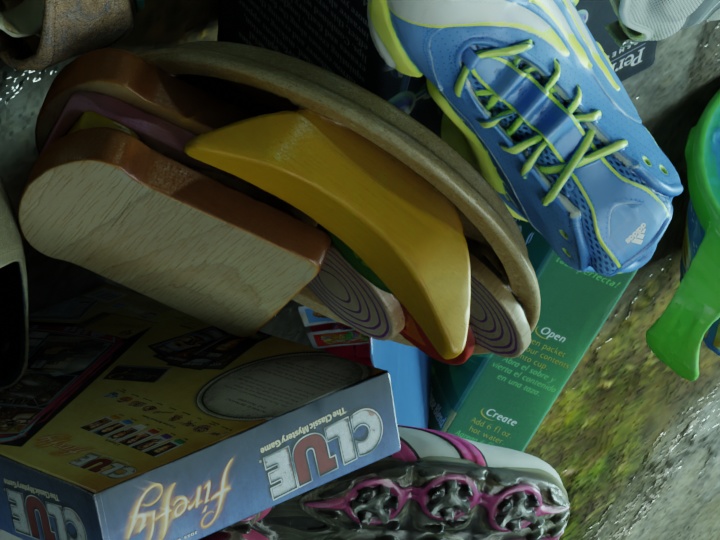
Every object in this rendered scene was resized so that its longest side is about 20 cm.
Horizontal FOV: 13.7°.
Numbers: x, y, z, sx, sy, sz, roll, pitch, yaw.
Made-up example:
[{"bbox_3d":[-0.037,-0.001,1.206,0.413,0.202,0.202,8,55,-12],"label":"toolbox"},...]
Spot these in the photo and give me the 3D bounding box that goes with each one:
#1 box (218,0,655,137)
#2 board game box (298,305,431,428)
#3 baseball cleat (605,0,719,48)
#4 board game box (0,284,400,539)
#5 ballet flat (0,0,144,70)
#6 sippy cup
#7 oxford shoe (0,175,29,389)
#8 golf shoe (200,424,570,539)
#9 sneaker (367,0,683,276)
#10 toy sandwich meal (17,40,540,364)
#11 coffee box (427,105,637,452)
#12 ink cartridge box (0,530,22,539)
[{"bbox_3d":[0.036,-0.149,1.135,0.148,0.107,0.201,-28,147,-25],"label":"box"},{"bbox_3d":[0.000,0.000,1.297,0.039,0.159,0.200,-2,150,8],"label":"board game box"},{"bbox_3d":[0.125,-0.152,1.048,0.106,0.070,0.201,-28,146,-25],"label":"baseball cleat"},{"bbox_3d":[-0.098,0.058,1.168,0.135,0.200,0.035,-21,111,-32],"label":"board game box"},{"bbox_3d":[-0.121,-0.133,1.025,0.067,0.068,0.200,-28,146,-10],"label":"ballet flat"},{"bbox_3d":[0.221,-0.017,1.524,0.177,0.140,0.131,-6,150,-12],"label":"sippy cup"},{"bbox_3d":[-0.156,-0.030,1.098,0.070,0.075,0.200,-34,148,-11],"label":"oxford shoe"},{"bbox_3d":[-0.014,0.081,1.226,0.199,0.092,0.073,2,130,-7],"label":"golf shoe"},{"bbox_3d":[0.069,-0.062,1.054,0.076,0.105,0.200,-44,152,-5],"label":"sneaker"},{"bbox_3d":[-0.030,-0.012,1.107,0.070,0.204,0.205,-60,156,-22],"label":"toy sandwich meal"},{"bbox_3d":[0.070,0.020,1.395,0.044,0.123,0.201,23,119,-13],"label":"coffee box"},{"bbox_3d":[-0.092,0.169,1.283,0.083,0.199,0.146,-45,162,-54],"label":"ink cartridge box"}]
